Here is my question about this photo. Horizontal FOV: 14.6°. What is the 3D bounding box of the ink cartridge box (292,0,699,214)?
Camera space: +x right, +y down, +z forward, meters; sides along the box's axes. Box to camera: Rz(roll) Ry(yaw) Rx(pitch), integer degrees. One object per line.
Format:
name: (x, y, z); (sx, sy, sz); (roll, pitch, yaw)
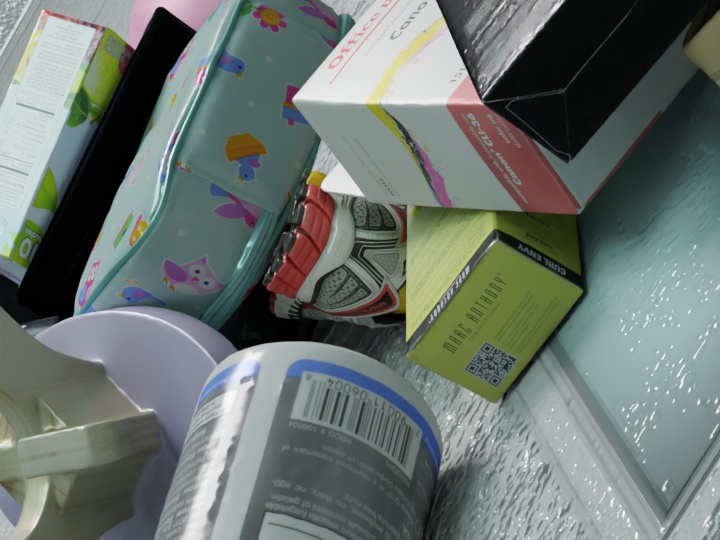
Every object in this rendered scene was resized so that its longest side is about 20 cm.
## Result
ink cartridge box: (0.051, -0.091, 1.246); (0.117, 0.068, 0.200); (-50, 27, -22)

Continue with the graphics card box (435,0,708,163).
graphics card box: (0.085, -0.140, 1.119); (0.126, 0.051, 0.200); (-50, 23, 15)

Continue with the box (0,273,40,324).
box: (-0.177, 0.017, 1.807); (0.105, 0.147, 0.200); (-63, 15, -8)

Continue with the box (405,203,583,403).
box: (0.059, -0.027, 1.294); (0.075, 0.050, 0.200); (-54, 17, 25)

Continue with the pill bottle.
pill bottle: (-0.037, 0.139, 1.190); (0.114, 0.113, 0.201); (-45, 22, 46)

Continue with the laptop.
laptop: (-0.111, -0.020, 1.634); (0.200, 0.115, 0.188); (118, 177, -76)

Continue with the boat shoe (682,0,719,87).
boat shoe: (0.170, -0.144, 1.102); (0.074, 0.066, 0.201); (-45, 22, 46)

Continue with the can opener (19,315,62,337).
can opener: (-0.136, 0.118, 1.520); (0.063, 0.078, 0.201); (-47, -50, -69)

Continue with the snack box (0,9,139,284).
snack box: (-0.146, -0.045, 1.621); (0.143, 0.053, 0.200); (-67, -28, -8)

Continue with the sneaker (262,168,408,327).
sneaker: (0.000, 0.000, 1.410); (0.200, 0.082, 0.078); (-42, -27, -88)

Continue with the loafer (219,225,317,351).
loafer: (-0.062, 0.043, 1.562); (0.201, 0.073, 0.072); (-56, -6, 5)

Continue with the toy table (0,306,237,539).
toy table: (-0.154, 0.091, 1.383); (0.200, 0.117, 0.185); (-30, 76, 41)

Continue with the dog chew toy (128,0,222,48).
dog chew toy: (-0.121, -0.115, 1.893); (0.201, 0.124, 0.124); (-59, 15, -3)

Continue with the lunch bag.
lunch bag: (-0.077, -0.053, 1.477); (0.160, 0.077, 0.201); (-49, 17, 54)
